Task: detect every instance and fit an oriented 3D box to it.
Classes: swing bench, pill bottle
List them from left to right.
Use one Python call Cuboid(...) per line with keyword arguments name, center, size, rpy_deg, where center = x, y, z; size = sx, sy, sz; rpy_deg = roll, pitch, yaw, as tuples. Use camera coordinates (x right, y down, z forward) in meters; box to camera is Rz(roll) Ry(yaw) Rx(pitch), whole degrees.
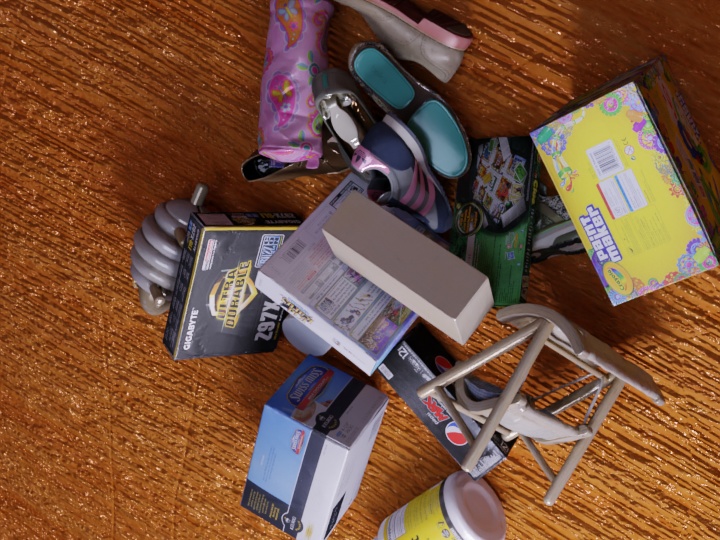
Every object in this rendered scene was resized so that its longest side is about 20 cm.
Cuboid(name="pill bottle", center=(0.092, 0.363, 1.480), size=(0.200, 0.111, 0.112), rpy_deg=(-40, 89, 32))
Cuboid(name="swing bench", center=(0.211, 0.143, 1.269), size=(0.200, 0.198, 0.130), rpy_deg=(-47, 45, 13))

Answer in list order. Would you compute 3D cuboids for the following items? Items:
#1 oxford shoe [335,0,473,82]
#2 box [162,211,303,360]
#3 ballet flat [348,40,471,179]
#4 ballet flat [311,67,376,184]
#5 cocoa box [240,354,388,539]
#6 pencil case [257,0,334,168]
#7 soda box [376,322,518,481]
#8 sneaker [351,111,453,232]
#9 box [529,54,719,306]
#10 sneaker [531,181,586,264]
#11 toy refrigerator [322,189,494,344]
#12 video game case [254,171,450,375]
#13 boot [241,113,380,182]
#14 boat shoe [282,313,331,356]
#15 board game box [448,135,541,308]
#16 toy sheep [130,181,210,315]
Cuboid(name="oxford shoe", center=(0.033, -0.289, 1.300), size=(0.198, 0.070, 0.075), rpy_deg=(31, 121, 13))
Cuboid(name="box", center=(-0.166, 0.019, 1.456), size=(0.049, 0.158, 0.202), rpy_deg=(44, 126, 43))
Cuboid(name="ballet flat", center=(0.062, -0.198, 1.312), size=(0.068, 0.075, 0.200), rpy_deg=(-42, 101, 12))
Cuboid(name="ballet flat", center=(0.000, -0.153, 1.316), size=(0.067, 0.064, 0.201), rpy_deg=(-24, 128, 15))
Cuboid(name="cocoa box", center=(-0.065, 0.246, 1.486), size=(0.130, 0.133, 0.202), rpy_deg=(26, 126, 14))
Cuboid(name="pencil case", center=(-0.078, -0.229, 1.333), size=(0.086, 0.087, 0.203), rpy_deg=(2, 86, 25))
Cuboid(name="soda box", center=(0.113, 0.170, 1.423), size=(0.200, 0.071, 0.063), rpy_deg=(49, 120, 2))
Cuboid(name="sneaker", center=(0.047, -0.098, 1.306), size=(0.070, 0.082, 0.201), rpy_deg=(40, 169, 43))
Cuboid(name="box", center=(0.298, -0.102, 1.168), size=(0.121, 0.192, 0.202), rpy_deg=(-24, 96, 30))
Cuboid(name="sneaker", center=(0.207, -0.059, 1.314), size=(0.198, 0.077, 0.090), rpy_deg=(-10, 72, 30))
Cuboid(name="toy refrigerator", center=(0.056, -0.007, 1.257), size=(0.199, 0.076, 0.070), rpy_deg=(34, 76, 26))
Cuboid(name="video game case", center=(0.000, 0.000, 1.348), size=(0.180, 0.200, 0.046), rpy_deg=(36, 148, 10))
Cuboid(name="boot", center=(-0.063, -0.149, 1.394), size=(0.198, 0.075, 0.075), rpy_deg=(-15, 100, 28))
Cuboid(name="boat shoe", center=(-0.037, 0.047, 1.454), size=(0.075, 0.086, 0.202), rpy_deg=(44, 150, -1))
Cuboid(name="board game box", center=(0.156, -0.057, 1.288), size=(0.104, 0.023, 0.203), rpy_deg=(2, 80, 33))
Cuboid(name="toy sheep", center=(-0.248, -0.028, 1.495), size=(0.137, 0.138, 0.201), rpy_deg=(34, 106, 10))
